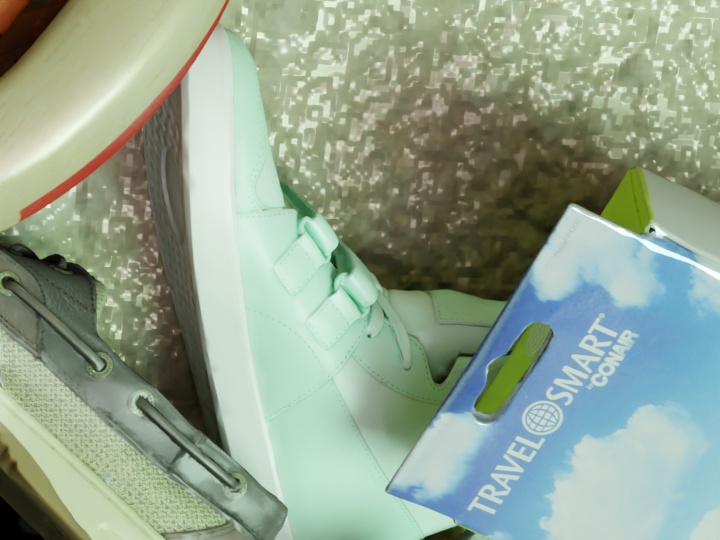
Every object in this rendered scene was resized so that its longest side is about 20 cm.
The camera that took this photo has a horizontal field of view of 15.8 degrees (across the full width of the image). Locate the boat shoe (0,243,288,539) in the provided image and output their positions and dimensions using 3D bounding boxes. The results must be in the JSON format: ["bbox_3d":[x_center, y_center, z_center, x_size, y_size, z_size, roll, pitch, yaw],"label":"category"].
[{"bbox_3d":[-0.105,0.026,0.810,0.065,0.073,0.200,-42,93,-20],"label":"boat shoe"}]

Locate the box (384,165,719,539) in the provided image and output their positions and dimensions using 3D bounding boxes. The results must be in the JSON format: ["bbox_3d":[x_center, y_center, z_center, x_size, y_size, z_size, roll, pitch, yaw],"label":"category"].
[{"bbox_3d":[0.122,0.053,0.806,0.200,0.048,0.122,24,118,-13],"label":"box"}]

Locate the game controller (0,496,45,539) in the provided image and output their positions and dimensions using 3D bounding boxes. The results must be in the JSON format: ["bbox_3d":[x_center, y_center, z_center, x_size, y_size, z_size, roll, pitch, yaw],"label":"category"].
[{"bbox_3d":[-0.176,0.126,0.856,0.200,0.042,0.104,-21,114,-6],"label":"game controller"}]

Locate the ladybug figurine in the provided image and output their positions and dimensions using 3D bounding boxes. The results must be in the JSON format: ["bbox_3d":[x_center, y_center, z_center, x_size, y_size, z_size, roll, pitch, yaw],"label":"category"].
[{"bbox_3d":[-0.100,-0.083,0.759,0.200,0.136,0.072,-49,152,-10],"label":"ladybug figurine"}]

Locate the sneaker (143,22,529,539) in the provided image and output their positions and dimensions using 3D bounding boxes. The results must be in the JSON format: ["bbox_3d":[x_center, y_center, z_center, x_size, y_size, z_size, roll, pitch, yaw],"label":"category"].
[{"bbox_3d":[0.000,0.000,0.841,0.118,0.074,0.201,-16,117,-9],"label":"sneaker"}]

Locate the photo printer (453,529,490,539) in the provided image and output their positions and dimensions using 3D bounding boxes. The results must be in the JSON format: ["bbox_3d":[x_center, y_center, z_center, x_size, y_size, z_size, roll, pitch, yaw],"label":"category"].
[{"bbox_3d":[0.057,0.207,0.858,0.200,0.069,0.166,45,71,0],"label":"photo printer"}]
